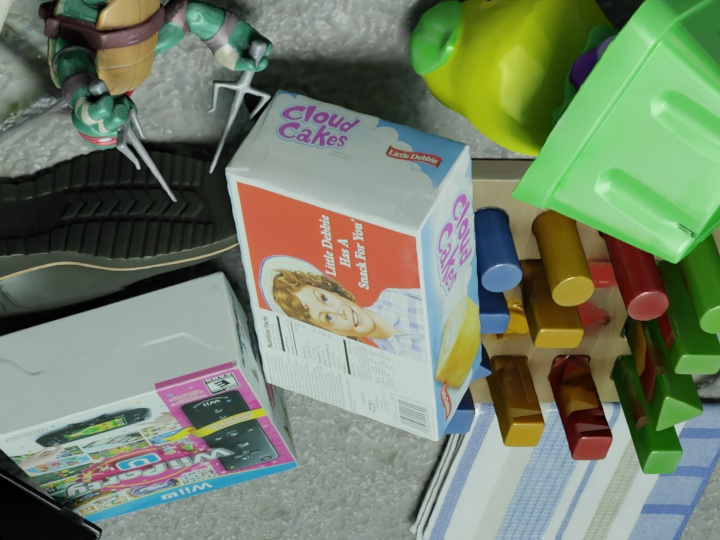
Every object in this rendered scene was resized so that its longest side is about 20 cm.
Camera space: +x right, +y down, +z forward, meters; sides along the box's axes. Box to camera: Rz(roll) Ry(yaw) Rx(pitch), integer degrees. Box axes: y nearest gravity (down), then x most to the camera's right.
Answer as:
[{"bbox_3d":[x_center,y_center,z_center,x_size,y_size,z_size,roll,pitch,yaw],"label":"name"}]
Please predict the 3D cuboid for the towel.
[{"bbox_3d":[0.143,0.135,1.669,0.200,0.024,0.147,2,133,-19],"label":"towel"}]

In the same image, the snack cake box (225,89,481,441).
[{"bbox_3d":[0.000,0.000,1.378,0.115,0.067,0.200,19,147,18],"label":"snack cake box"}]

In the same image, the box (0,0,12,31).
[{"bbox_3d":[-0.216,-0.163,1.216,0.095,0.078,0.200,11,133,-24],"label":"box"}]

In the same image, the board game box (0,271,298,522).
[{"bbox_3d":[-0.126,0.080,1.464,0.147,0.064,0.200,-16,159,3],"label":"board game box"}]

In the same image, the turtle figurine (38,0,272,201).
[{"bbox_3d":[-0.116,-0.121,1.259,0.101,0.150,0.200,19,127,19],"label":"turtle figurine"}]

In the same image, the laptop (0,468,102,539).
[{"bbox_3d":[-0.263,0.156,1.457,0.187,0.116,0.200,30,132,7],"label":"laptop"}]

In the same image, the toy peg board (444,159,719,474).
[{"bbox_3d":[0.129,0.038,1.505,0.199,0.098,0.200,0,136,-15],"label":"toy peg board"}]

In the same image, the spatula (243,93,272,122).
[{"bbox_3d":[-0.019,-0.033,1.434,0.056,0.021,0.200,6,140,39],"label":"spatula"}]

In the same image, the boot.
[{"bbox_3d":[-0.153,0.005,1.427,0.200,0.078,0.138,-4,144,7],"label":"boot"}]

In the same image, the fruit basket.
[{"bbox_3d":[0.133,-0.110,1.314,0.215,0.216,0.156,17,123,-29],"label":"fruit basket"}]
